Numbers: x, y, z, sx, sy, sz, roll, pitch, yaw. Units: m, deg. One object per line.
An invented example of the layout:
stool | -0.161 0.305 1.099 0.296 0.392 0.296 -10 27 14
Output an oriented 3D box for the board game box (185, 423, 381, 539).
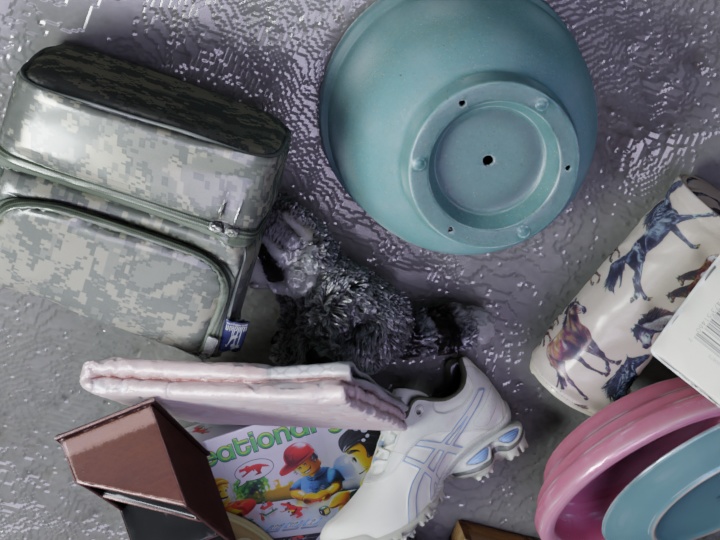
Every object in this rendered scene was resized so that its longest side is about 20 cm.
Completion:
board game box | -0.072 0.166 1.469 0.200 0.035 0.126 -18 115 -2

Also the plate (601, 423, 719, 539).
plate | 0.282 0.167 1.472 0.200 0.026 0.200 -21 150 -13

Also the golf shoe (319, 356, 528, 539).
golf shoe | 0.031 0.141 1.431 0.200 0.078 0.097 -35 104 -34

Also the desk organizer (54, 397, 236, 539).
desk organizer | -0.145 0.157 1.325 0.072 0.200 0.077 -22 73 0

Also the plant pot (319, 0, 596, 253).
plant pot | 0.080 -0.094 1.323 0.200 0.134 0.201 -4 114 -9

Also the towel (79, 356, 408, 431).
towel | -0.076 0.087 1.330 0.191 0.200 0.032 1 79 13

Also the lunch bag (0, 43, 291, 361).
lunch bag | -0.156 -0.042 1.290 0.200 0.139 0.168 18 108 -4

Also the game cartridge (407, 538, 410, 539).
game cartridge | 0.009 0.311 1.518 0.130 0.038 0.200 39 112 -10

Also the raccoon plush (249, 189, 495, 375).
raccoon plush | 0.000 0.000 1.403 0.200 0.097 0.134 -12 104 -35

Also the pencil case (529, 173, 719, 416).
pencil case | 0.219 0.020 1.434 0.089 0.078 0.200 29 106 -36

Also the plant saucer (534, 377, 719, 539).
plant saucer | 0.220 0.145 1.461 0.200 0.051 0.201 -20 150 -12

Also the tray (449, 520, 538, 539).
tray | 0.091 0.308 1.560 0.099 0.037 0.200 16 109 -16

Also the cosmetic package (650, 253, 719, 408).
cosmetic package | 0.292 0.037 1.388 0.073 0.200 0.104 40 106 19

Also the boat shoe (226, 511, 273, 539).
boat shoe | -0.079 0.251 1.446 0.200 0.063 0.073 36 106 -14
